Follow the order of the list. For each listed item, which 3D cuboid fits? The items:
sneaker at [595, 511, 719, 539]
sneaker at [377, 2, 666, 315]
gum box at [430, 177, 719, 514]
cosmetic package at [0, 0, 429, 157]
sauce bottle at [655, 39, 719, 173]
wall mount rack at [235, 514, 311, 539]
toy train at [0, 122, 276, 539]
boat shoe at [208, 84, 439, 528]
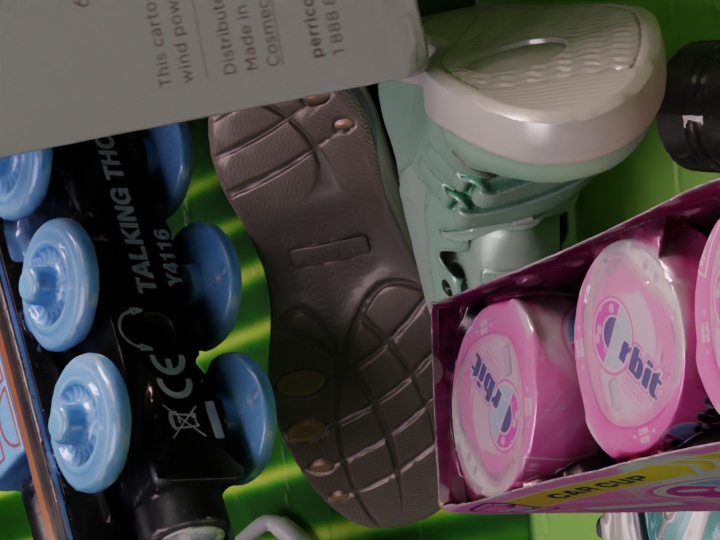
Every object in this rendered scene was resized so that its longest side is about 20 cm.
[{"bbox_3d":[0.131,0.131,0.789,0.080,0.077,0.200,-2,108,38],"label":"sneaker"},{"bbox_3d":[0.058,-0.020,0.747,0.200,0.074,0.118,-137,33,-77],"label":"sneaker"},{"bbox_3d":[0.112,0.024,0.640,0.200,0.113,0.066,154,116,-64],"label":"gum box"},{"bbox_3d":[-0.085,-0.141,0.751,0.200,0.166,0.168,-117,15,-73],"label":"cosmetic package"},{"bbox_3d":[0.170,-0.045,0.661,0.200,0.065,0.065,9,115,47],"label":"sauce bottle"},{"bbox_3d":[-0.014,0.154,0.919,0.174,0.075,0.200,49,175,23],"label":"wall mount rack"},{"bbox_3d":[-0.098,0.023,0.845,0.114,0.087,0.200,-45,55,44],"label":"toy train"},{"bbox_3d":[0.000,0.000,0.871,0.076,0.072,0.200,-6,116,12],"label":"boat shoe"}]
